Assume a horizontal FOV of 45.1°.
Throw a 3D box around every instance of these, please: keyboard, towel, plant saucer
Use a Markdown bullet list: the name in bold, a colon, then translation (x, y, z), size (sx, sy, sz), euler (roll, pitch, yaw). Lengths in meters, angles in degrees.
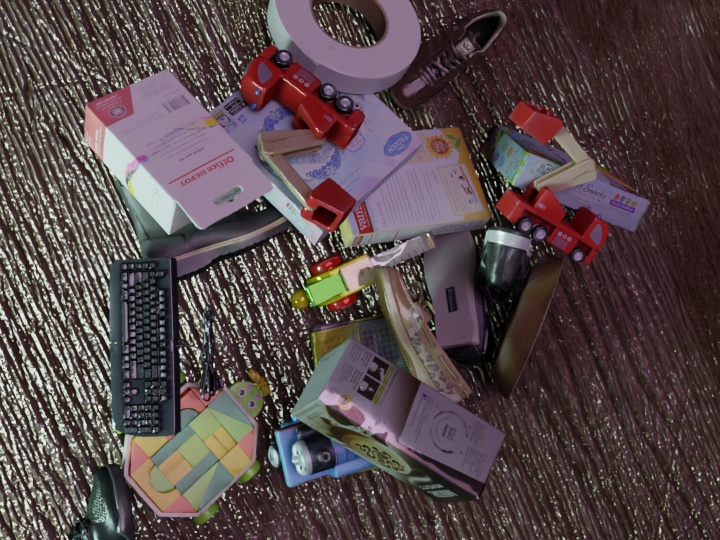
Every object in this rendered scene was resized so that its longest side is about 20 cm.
- **keyboard**: translation (-0.220, 0.086, 0.979), size (0.127, 0.021, 0.201), euler (-2, 87, -5)
- **towel**: translation (0.014, 0.156, 1.120), size (0.143, 0.023, 0.201), euler (-7, 87, -23)
- **plant saucer**: translation (0.211, 0.069, 1.130), size (0.035, 0.200, 0.201), euler (22, 75, 9)

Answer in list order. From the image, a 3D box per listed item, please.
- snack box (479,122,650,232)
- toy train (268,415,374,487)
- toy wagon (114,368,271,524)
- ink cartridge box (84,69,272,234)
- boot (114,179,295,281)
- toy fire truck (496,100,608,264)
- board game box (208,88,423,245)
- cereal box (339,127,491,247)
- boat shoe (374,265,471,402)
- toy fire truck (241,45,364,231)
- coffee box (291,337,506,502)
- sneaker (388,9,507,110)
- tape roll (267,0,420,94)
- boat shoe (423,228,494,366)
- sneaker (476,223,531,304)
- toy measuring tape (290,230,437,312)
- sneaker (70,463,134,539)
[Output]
- **snack box**: translation (0.278, -0.129, 1.191), size (0.199, 0.142, 0.053), euler (18, 109, -19)
- **toy train**: translation (-0.008, 0.197, 1.033), size (0.199, 0.114, 0.087), euler (-12, 89, -23)
- **toy wagon**: translation (-0.185, 0.193, 1.026), size (0.200, 0.040, 0.155), euler (-42, 100, -20)
- **ink cartridge box**: translation (-0.207, -0.123, 0.988), size (0.116, 0.068, 0.200), euler (-34, 74, -34)
- **boot**: translation (-0.180, -0.080, 1.041), size (0.200, 0.077, 0.139), euler (-24, 89, -23)
- **toy fire truck**: translation (0.247, -0.106, 1.087), size (0.200, 0.049, 0.141), euler (26, 107, -22)
- **board game box**: translation (-0.057, -0.165, 1.073), size (0.199, 0.043, 0.200), euler (44, 61, 5)
- **cereal box**: translation (0.057, -0.112, 1.132), size (0.199, 0.040, 0.144), euler (-8, 68, -20)
- **boat shoe**: translation (0.074, 0.078, 1.066), size (0.063, 0.073, 0.201), euler (-24, 107, -2)
- **toy fire truck**: translation (-0.071, -0.155, 1.003), size (0.200, 0.049, 0.141), euler (37, 61, 0)
- **coffee box**: translation (0.039, 0.166, 0.934), size (0.200, 0.113, 0.080), euler (32, 66, -7)
- **sneaker**: translation (0.119, -0.297, 1.180), size (0.200, 0.076, 0.070), euler (-45, 101, -20)
- **tape roll**: translation (-0.020, -0.317, 1.113), size (0.202, 0.037, 0.203), euler (10, 61, -18)
- **boat shoe**: translation (0.135, 0.035, 1.165), size (0.093, 0.074, 0.201), euler (43, 43, -54)
- **sneaker**: translation (0.182, 0.000, 1.121), size (0.066, 0.200, 0.091), euler (14, 86, 11)
- **toy measuring tape**: translation (0.000, 0.000, 1.100), size (0.200, 0.074, 0.074), euler (-26, 94, -15)
- **sneaker**: translation (-0.308, 0.313, 0.944), size (0.114, 0.076, 0.200), euler (6, 87, -28)
